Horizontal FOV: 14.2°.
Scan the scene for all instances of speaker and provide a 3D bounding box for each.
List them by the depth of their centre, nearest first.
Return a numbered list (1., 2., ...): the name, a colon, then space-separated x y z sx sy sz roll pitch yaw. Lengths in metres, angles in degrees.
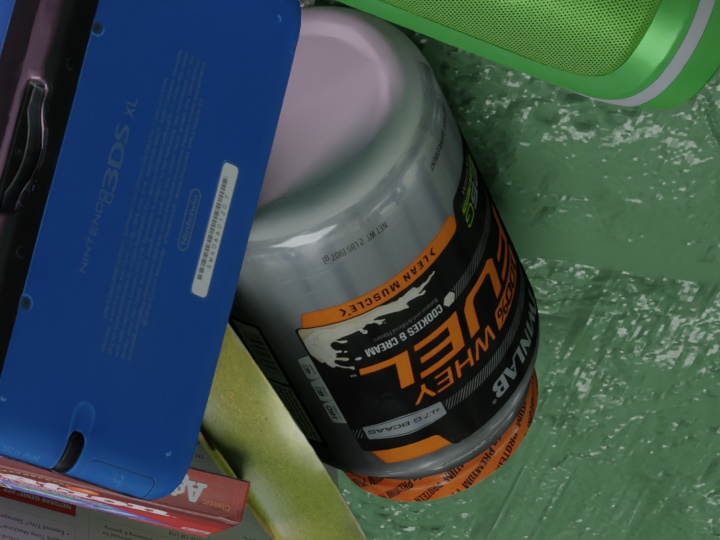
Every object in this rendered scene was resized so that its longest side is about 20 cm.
1. speaker: 0.040 -0.124 1.040 0.199 0.089 0.088 19 137 -23

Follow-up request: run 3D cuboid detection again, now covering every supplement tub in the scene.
1. supplement tub: 0.000 0.000 1.161 0.122 0.123 0.200 -13 140 14

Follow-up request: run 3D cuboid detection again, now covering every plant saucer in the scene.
1. plant saucer: -0.063 0.042 1.159 0.031 0.200 0.200 -34 138 -6

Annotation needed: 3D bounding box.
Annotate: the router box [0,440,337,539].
1. router box: -0.107 0.098 1.233 0.199 0.180 0.049 18 137 -22

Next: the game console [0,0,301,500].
1. game console: -0.134 -0.036 1.027 0.118 0.201 0.170 7 169 42

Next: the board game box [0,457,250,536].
1. board game box: -0.146 0.069 1.104 0.199 0.020 0.103 15 169 -8
